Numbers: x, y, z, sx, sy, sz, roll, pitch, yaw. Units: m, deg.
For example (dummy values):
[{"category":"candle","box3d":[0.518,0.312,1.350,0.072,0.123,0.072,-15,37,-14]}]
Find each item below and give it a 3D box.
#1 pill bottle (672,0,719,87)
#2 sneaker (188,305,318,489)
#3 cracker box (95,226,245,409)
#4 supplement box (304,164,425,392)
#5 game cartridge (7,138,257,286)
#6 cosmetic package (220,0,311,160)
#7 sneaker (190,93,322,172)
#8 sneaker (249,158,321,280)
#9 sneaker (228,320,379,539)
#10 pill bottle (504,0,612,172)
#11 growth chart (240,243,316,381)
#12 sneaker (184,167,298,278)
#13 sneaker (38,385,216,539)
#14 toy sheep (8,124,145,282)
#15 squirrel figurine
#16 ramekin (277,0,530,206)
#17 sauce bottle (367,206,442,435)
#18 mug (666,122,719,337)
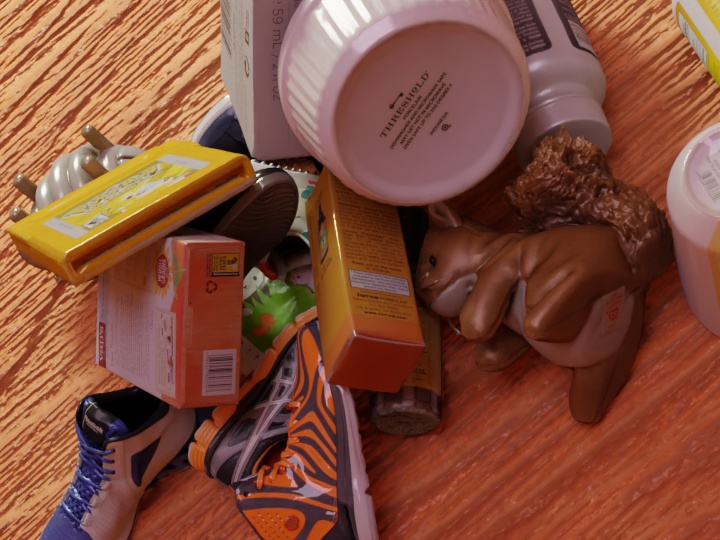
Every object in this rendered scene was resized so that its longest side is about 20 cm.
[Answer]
[{"category":"pill bottle","box3d":[0.328,-0.200,1.200,0.109,0.109,0.200,-30,55,10]},{"category":"sneaker","box3d":[-0.057,0.110,1.259,0.077,0.078,0.200,39,89,23]},{"category":"cracker box","box3d":[-0.165,0.031,1.242,0.200,0.058,0.134,15,104,59]},{"category":"supplement box","box3d":[0.000,0.000,1.195,0.067,0.069,0.200,118,151,-42]},{"category":"game cartridge","box3d":[-0.200,-0.057,1.248,0.176,0.033,0.200,-32,22,-18]},{"category":"cosmetic package","box3d":[-0.010,-0.212,1.251,0.199,0.168,0.167,-7,35,-13]},{"category":"sneaker","box3d":[-0.062,-0.114,1.374,0.202,0.077,0.147,-26,52,11]},{"category":"sneaker","box3d":[-0.090,-0.044,1.341,0.199,0.070,0.094,11,66,34]},{"category":"sneaker","box3d":[-0.055,0.144,1.184,0.112,0.078,0.201,-10,78,-3]},{"category":"pill bottle","box3d":[0.148,-0.178,1.279,0.110,0.111,0.200,-26,55,13]},{"category":"growth chart","box3d":[-0.116,0.028,1.360,0.200,0.018,0.145,26,74,35]},{"category":"sneaker","box3d":[-0.131,-0.049,1.294,0.200,0.075,0.106,-49,56,40]},{"category":"sneaker","box3d":[-0.223,0.166,1.281,0.200,0.115,0.081,-49,52,-4]},{"category":"toy sheep","box3d":[-0.249,-0.062,1.408,0.200,0.138,0.138,-29,54,21]},{"category":"squirrel figurine","box3d":[0.142,-0.010,1.186,0.186,0.142,0.200,26,77,43]},{"category":"ramekin","box3d":[0.041,-0.142,1.146,0.202,0.202,0.094,-35,36,6]},{"category":"sauce bottle","box3d":[0.039,0.039,1.249,0.065,0.065,0.201,-12,57,22]},{"category":"mug","box3d":[0.313,-0.035,1.090,0.186,0.153,0.150,13,70,32]}]
